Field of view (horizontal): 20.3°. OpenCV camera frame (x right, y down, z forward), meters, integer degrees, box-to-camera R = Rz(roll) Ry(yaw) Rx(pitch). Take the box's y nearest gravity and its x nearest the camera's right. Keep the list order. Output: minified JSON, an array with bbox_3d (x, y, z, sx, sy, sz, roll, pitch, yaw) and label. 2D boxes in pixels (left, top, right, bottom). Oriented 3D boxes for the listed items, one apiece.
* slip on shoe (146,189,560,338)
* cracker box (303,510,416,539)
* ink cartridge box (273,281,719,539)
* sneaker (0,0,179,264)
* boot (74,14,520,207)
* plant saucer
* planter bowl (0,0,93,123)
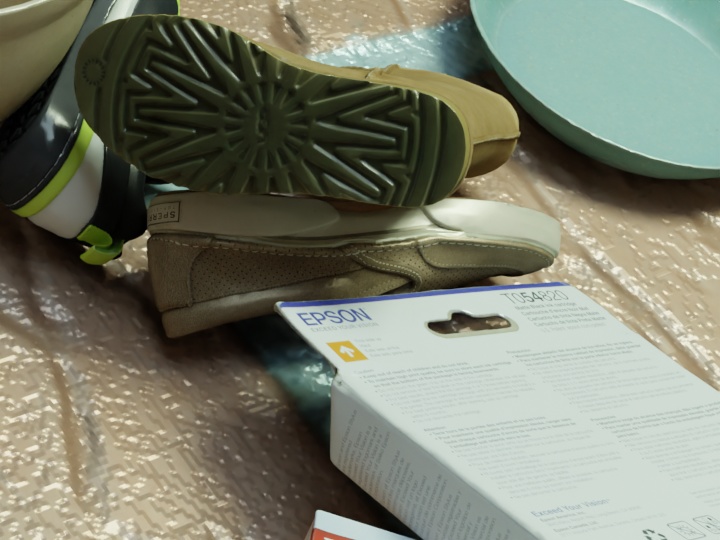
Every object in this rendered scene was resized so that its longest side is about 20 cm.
[{"bbox_3d":[0.000,0.000,0.888,0.198,0.076,0.061,2,84,-32],"label":"slip on shoe"},{"bbox_3d":[0.027,0.192,0.699,0.133,0.058,0.201,18,43,-7],"label":"cracker box"},{"bbox_3d":[0.087,0.074,0.818,0.198,0.041,0.200,-3,32,-44],"label":"ink cartridge box"},{"bbox_3d":[-0.110,-0.073,0.924,0.083,0.072,0.201,40,39,-19],"label":"sneaker"},{"bbox_3d":[-0.021,-0.068,0.893,0.174,0.067,0.200,18,10,5],"label":"boot"},{"bbox_3d":[0.146,-0.112,1.082,0.198,0.036,0.201,13,42,-12],"label":"plant saucer"},{"bbox_3d":[-0.211,-0.121,0.860,0.198,0.135,0.201,12,42,-11],"label":"planter bowl"}]
